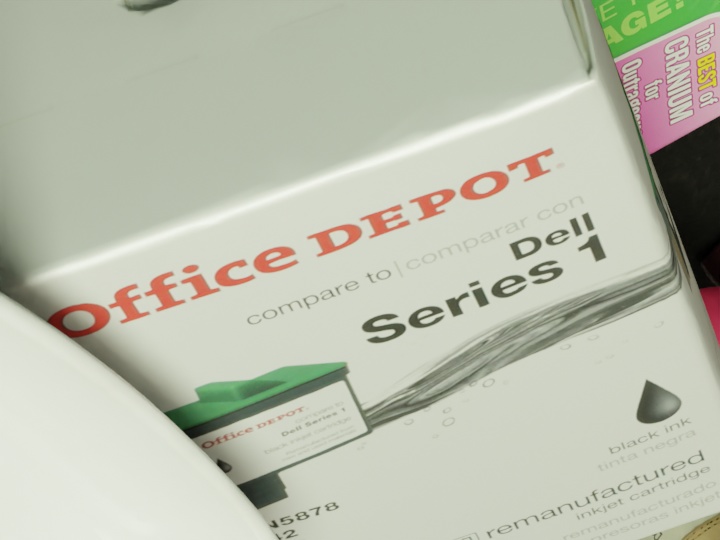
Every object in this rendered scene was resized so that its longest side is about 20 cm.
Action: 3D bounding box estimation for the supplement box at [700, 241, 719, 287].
[{"bbox_3d":[0.214,-0.028,0.905,0.200,0.109,0.061,-45,141,14],"label":"supplement box"}]

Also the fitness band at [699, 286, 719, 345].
[{"bbox_3d":[0.037,0.068,0.906,0.200,0.037,0.144,-37,159,16],"label":"fitness band"}]

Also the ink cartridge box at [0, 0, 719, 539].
[{"bbox_3d":[0.000,0.000,0.690,0.146,0.084,0.200,-20,147,7],"label":"ink cartridge box"}]

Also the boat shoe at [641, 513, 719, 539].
[{"bbox_3d":[0.160,0.107,1.041,0.200,0.066,0.074,14,122,-44],"label":"boat shoe"}]

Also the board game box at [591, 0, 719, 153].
[{"bbox_3d":[0.098,-0.112,0.734,0.200,0.040,0.153,-29,142,-7],"label":"board game box"}]

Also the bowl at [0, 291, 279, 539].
[{"bbox_3d":[-0.114,0.103,0.595,0.200,0.075,0.200,44,66,-47],"label":"bowl"}]
